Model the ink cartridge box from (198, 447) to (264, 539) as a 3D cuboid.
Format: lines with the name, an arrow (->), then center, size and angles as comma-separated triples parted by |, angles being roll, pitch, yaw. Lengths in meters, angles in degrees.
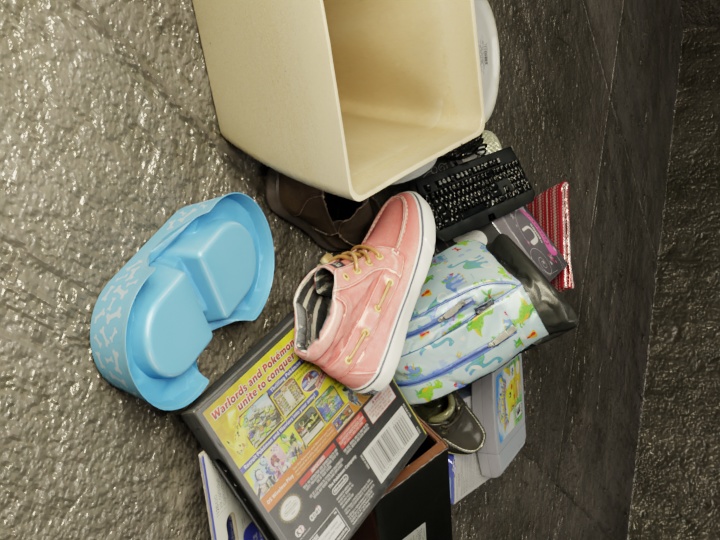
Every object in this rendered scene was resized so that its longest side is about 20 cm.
ink cartridge box -> -0.092, 0.209, 0.790 | 0.200, 0.046, 0.201 | -31, 121, -56

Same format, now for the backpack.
backpack -> 0.098, 0.052, 0.884 | 0.154, 0.200, 0.164 | 42, 12, -22

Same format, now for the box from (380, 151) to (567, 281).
box -> 0.145, -0.045, 1.047 | 0.201, 0.114, 0.132 | 56, 32, 4

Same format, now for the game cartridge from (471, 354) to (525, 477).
game cartridge -> 0.194, 0.178, 1.186 | 0.133, 0.040, 0.203 | -22, 110, -56

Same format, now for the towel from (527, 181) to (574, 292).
towel -> 0.244, -0.028, 1.173 | 0.200, 0.022, 0.147 | 140, -49, -73

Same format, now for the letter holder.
letter holder -> 0.019, 0.232, 0.939 | 0.100, 0.142, 0.202 | -31, 139, -21

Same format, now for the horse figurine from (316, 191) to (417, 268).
horse figurine -> 0.000, 0.000, 0.887 | 0.200, 0.050, 0.133 | -39, 167, -31

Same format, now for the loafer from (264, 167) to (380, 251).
loafer -> -0.021, -0.062, 0.870 | 0.199, 0.070, 0.074 | 17, 78, -62

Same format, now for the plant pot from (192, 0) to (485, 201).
plant pot -> -0.026, -0.191, 0.716 | 0.199, 0.175, 0.202 | -32, 121, -43

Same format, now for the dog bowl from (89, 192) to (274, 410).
dog bowl -> -0.139, 0.019, 0.675 | 0.201, 0.049, 0.113 | -57, 139, -43

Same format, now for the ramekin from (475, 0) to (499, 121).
ramekin -> 0.099, -0.259, 1.049 | 0.199, 0.104, 0.203 | -7, 98, -62

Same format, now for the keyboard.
keyboard -> 0.131, -0.106, 0.954 | 0.199, 0.040, 0.105 | -25, 80, -45

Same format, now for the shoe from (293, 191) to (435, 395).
shoe -> 0.004, 0.002, 0.757 | 0.091, 0.071, 0.203 | 32, 63, -36

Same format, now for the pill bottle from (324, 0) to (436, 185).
pill bottle -> 0.017, -0.200, 0.885 | 0.117, 0.115, 0.202 | -55, 138, -45

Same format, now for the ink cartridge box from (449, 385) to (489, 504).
ink cartridge box -> 0.122, 0.233, 1.162 | 0.199, 0.075, 0.139 | -4, 94, -63

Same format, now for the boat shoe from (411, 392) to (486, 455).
boat shoe -> 0.089, 0.168, 1.031 | 0.201, 0.066, 0.072 | 42, 72, -24

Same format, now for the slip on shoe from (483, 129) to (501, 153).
slip on shoe -> 0.182, -0.109, 1.269 | 0.061, 0.073, 0.203 | -67, 153, -77

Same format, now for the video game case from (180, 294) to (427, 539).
video game case -> -0.039, 0.137, 0.746 | 0.200, 0.025, 0.182 | -43, 107, -43
